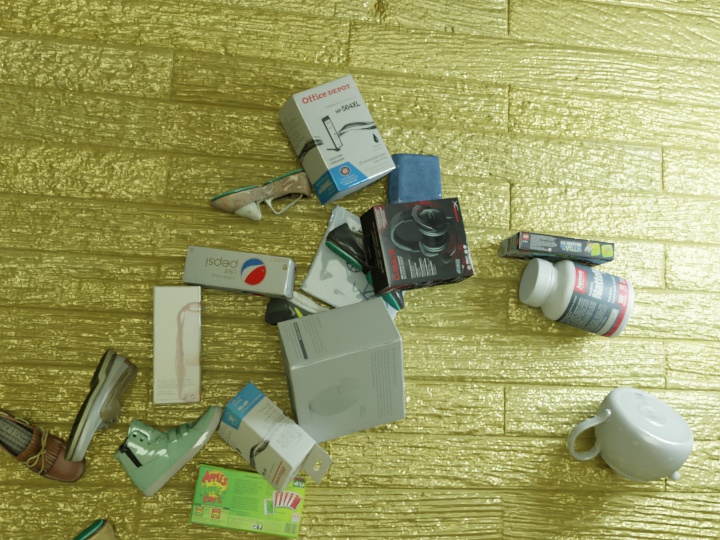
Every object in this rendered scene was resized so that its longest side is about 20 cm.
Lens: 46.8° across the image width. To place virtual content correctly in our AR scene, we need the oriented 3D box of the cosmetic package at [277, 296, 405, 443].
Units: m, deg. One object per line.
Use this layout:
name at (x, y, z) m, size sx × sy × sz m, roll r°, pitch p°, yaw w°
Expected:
cosmetic package at (-0.031, 0.178, 1.469) m, size 0.196 × 0.202 × 0.124 m, roll -12°, pitch 40°, yaw -10°

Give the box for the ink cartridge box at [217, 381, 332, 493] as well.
ink cartridge box at (-0.151, 0.306, 1.455) m, size 0.199 × 0.117 × 0.068 m, roll 40°, pitch 52°, yaw 12°

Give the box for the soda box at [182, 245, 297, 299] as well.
soda box at (-0.217, 0.005, 1.510) m, size 0.196 × 0.064 × 0.070 m, roll 7°, pitch 81°, yaw 11°

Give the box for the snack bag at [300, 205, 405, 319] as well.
snack bag at (0.000, 0.000, 1.602) m, size 0.197 × 0.021 × 0.192 m, roll 25°, pitch 78°, yaw -7°

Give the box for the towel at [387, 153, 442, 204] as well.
towel at (0.104, -0.123, 1.611) m, size 0.109 × 0.048 × 0.205 m, roll 5°, pitch 77°, yaw -17°

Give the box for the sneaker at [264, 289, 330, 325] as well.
sneaker at (-0.089, 0.104, 1.553) m, size 0.197 × 0.074 × 0.086 m, roll 29°, pitch 84°, yaw 3°

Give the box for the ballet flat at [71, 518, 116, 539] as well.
ballet flat at (-0.507, 0.504, 1.419) m, size 0.198 × 0.069 × 0.064 m, roll -30°, pitch 102°, yaw -12°

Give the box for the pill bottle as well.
pill bottle at (0.417, 0.048, 1.622) m, size 0.196 × 0.120 × 0.122 m, roll 16°, pitch 80°, yaw -8°

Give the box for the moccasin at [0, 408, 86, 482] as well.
moccasin at (-0.562, 0.299, 1.427) m, size 0.200 × 0.078 × 0.074 m, roll 38°, pitch 75°, yaw -5°

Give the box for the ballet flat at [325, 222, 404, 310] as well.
ballet flat at (0.023, -0.014, 1.564) m, size 0.200 × 0.073 × 0.073 m, roll 43°, pitch 77°, yaw 0°

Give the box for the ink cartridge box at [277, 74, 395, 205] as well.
ink cartridge box at (-0.046, -0.249, 1.579) m, size 0.144 × 0.084 × 0.203 m, roll -26°, pitch 88°, yaw -30°

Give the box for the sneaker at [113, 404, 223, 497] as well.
sneaker at (-0.341, 0.287, 1.469) m, size 0.200 × 0.074 × 0.118 m, roll -45°, pitch 98°, yaw -10°

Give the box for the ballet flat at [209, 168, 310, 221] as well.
ballet flat at (-0.182, -0.133, 1.564) m, size 0.196 × 0.068 × 0.069 m, roll -19°, pitch 88°, yaw -11°

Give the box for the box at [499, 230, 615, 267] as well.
box at (0.384, -0.040, 1.633) m, size 0.195 × 0.110 × 0.036 m, roll 7°, pitch 81°, yaw -9°

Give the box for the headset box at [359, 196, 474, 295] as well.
headset box at (0.094, -0.044, 1.519) m, size 0.196 × 0.077 × 0.152 m, roll -7°, pitch 79°, yaw -24°

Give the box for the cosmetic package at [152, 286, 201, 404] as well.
cosmetic package at (-0.327, 0.134, 1.483) m, size 0.085 × 0.103 × 0.205 m, roll -1°, pitch 84°, yaw -12°

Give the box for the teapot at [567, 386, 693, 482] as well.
teapot at (0.522, 0.331, 1.591) m, size 0.199 × 0.196 × 0.148 m, roll 36°, pitch 118°, yaw 25°

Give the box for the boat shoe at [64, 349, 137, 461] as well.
boat shoe at (-0.446, 0.240, 1.443) m, size 0.068 × 0.074 × 0.203 m, roll 28°, pitch 61°, yaw -22°

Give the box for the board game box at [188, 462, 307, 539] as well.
board game box at (-0.201, 0.412, 1.495) m, size 0.196 × 0.048 × 0.104 m, roll 11°, pitch 80°, yaw -9°
